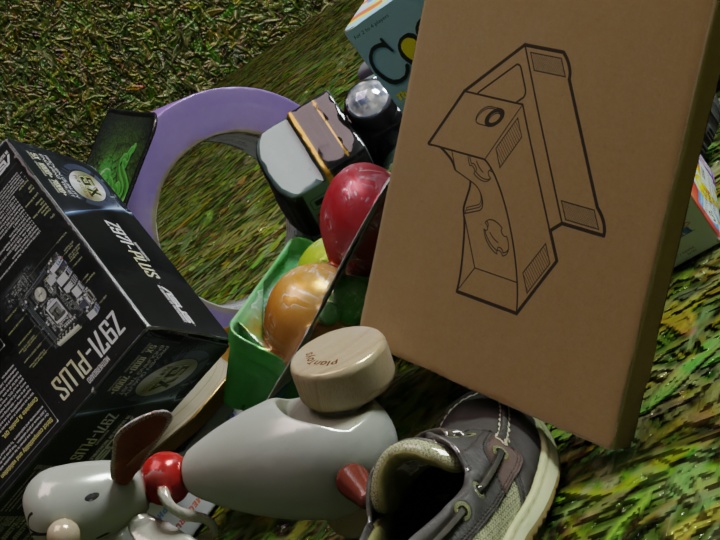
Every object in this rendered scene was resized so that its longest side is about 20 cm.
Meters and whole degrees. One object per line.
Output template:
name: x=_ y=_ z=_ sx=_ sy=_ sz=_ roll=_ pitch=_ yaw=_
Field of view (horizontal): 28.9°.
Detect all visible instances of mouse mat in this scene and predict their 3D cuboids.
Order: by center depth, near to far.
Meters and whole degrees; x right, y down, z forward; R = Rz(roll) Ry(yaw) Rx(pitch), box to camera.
mouse mat: x=-0.196 y=-0.042 z=1.014 sx=0.161 sy=0.008 sz=0.200 roll=-69 pitch=22 yaw=-1

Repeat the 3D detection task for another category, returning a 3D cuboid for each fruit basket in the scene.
fruit basket: x=0.000 y=0.000 z=0.816 sx=0.200 sy=0.094 sz=0.185 roll=-56 pitch=2 yaw=30

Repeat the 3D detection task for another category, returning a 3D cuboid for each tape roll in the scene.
tape roll: x=-0.104 y=-0.037 z=1.074 sx=0.200 sy=0.200 sz=0.085 roll=-42 pitch=16 yaw=-17

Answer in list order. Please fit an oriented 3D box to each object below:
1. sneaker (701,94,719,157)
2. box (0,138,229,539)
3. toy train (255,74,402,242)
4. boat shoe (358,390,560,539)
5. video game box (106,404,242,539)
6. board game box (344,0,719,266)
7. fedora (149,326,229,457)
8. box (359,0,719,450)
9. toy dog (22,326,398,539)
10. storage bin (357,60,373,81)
sneaker: x=0.130 y=-0.065 z=0.871 sx=0.200 sy=0.076 sz=0.091 roll=-29 pitch=10 yaw=22
box: x=-0.204 y=0.052 z=0.837 sx=0.200 sy=0.164 sz=0.086 roll=-49 pitch=-27 yaw=13
toy train: x=0.003 y=-0.055 z=0.958 sx=0.114 sy=0.085 sz=0.200 roll=-30 pitch=-28 yaw=-1
boat shoe: x=0.036 y=0.098 z=0.593 sx=0.072 sy=0.066 sz=0.201 roll=-32 pitch=15 yaw=26
video game box: x=-0.159 y=0.149 z=0.941 sx=0.200 sy=0.047 sz=0.182 roll=-24 pitch=22 yaw=41
board game box: x=0.098 y=-0.089 z=0.757 sx=0.105 sy=0.200 sz=0.103 roll=-31 pitch=16 yaw=23
fedora: x=-0.162 y=0.073 z=0.926 sx=0.200 sy=0.082 sz=0.201 roll=-33 pitch=17 yaw=11
box: x=0.076 y=-0.040 z=0.635 sx=0.021 sy=0.200 sz=0.163 roll=0 pitch=15 yaw=-45
toy dog: x=-0.059 y=0.107 z=0.662 sx=0.200 sy=0.132 sz=0.096 roll=-36 pitch=16 yaw=8
storage bin: x=0.105 y=-0.147 z=1.055 sx=0.200 sy=0.134 sz=0.146 roll=-18 pitch=24 yaw=50
